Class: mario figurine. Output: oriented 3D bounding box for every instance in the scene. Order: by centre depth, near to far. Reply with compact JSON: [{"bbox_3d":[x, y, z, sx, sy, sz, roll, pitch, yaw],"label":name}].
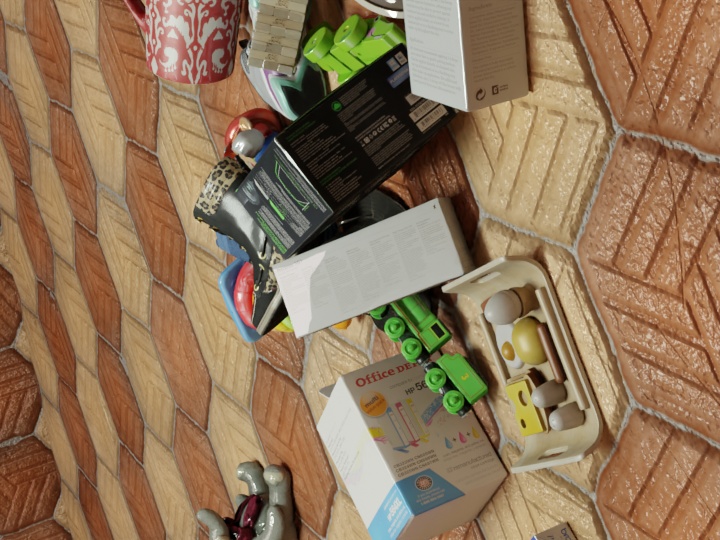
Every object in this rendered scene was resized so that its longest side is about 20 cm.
[{"bbox_3d":[-0.114,-0.126,1.702,0.199,0.105,0.125,29,133,54],"label":"mario figurine"}]

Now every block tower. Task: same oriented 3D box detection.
[{"bbox_3d":[-0.078,-0.309,1.496,0.058,0.053,0.202,-80,3,-63],"label":"block tower"}]

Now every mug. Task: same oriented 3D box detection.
[{"bbox_3d":[-0.209,-0.343,1.648,0.177,0.133,0.202,33,130,37],"label":"mug"}]

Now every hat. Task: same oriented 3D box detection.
[{"bbox_3d":[0.000,0.000,1.572,0.200,0.080,0.203,42,140,48],"label":"hat"}]

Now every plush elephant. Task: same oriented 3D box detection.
[{"bbox_3d":[-0.185,0.403,2.129,0.164,0.153,0.203,4,109,63],"label":"plush elephant"}]

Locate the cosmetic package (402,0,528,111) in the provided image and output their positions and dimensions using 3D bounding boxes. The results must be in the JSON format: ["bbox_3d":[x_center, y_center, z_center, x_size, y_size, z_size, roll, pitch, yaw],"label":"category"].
[{"bbox_3d":[0.088,-0.253,1.235,0.101,0.071,0.202,30,132,56],"label":"cosmetic package"}]

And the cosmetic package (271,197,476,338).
[{"bbox_3d":[0.013,-0.003,1.438,0.198,0.051,0.083,-21,88,21],"label":"cosmetic package"}]

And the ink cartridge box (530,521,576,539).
[{"bbox_3d":[0.223,0.363,1.387,0.201,0.044,0.094,61,151,24],"label":"ink cartridge box"}]

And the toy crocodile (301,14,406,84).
[{"bbox_3d":[-0.003,-0.237,1.457,0.067,0.062,0.199,36,166,-23],"label":"toy crocodile"}]

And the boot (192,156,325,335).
[{"bbox_3d":[-0.129,-0.029,1.651,0.150,0.073,0.201,38,140,14],"label":"boot"}]

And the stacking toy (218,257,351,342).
[{"bbox_3d":[-0.076,0.038,1.753,0.199,0.110,0.117,15,136,49],"label":"stacking toy"}]

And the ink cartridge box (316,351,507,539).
[{"bbox_3d":[0.047,0.187,1.540,0.201,0.127,0.126,61,152,23],"label":"ink cartridge box"}]

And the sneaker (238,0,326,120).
[{"bbox_3d":[-0.111,-0.277,1.627,0.140,0.077,0.203,22,124,59],"label":"sneaker"}]

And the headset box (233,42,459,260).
[{"bbox_3d":[-0.020,-0.114,1.400,0.093,0.174,0.200,51,159,0],"label":"headset box"}]

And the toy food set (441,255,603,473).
[{"bbox_3d":[0.149,0.094,1.347,0.143,0.060,0.202,-32,77,64],"label":"toy food set"}]

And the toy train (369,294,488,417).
[{"bbox_3d":[0.062,0.067,1.475,0.201,0.056,0.042,52,179,13],"label":"toy train"}]

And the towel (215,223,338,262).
[{"bbox_3d":[-0.105,-0.049,1.713,0.199,0.048,0.113,22,138,35],"label":"towel"}]

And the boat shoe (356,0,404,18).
[{"bbox_3d":[0.010,-0.316,1.362,0.201,0.071,0.060,-123,25,-43],"label":"boat shoe"}]
